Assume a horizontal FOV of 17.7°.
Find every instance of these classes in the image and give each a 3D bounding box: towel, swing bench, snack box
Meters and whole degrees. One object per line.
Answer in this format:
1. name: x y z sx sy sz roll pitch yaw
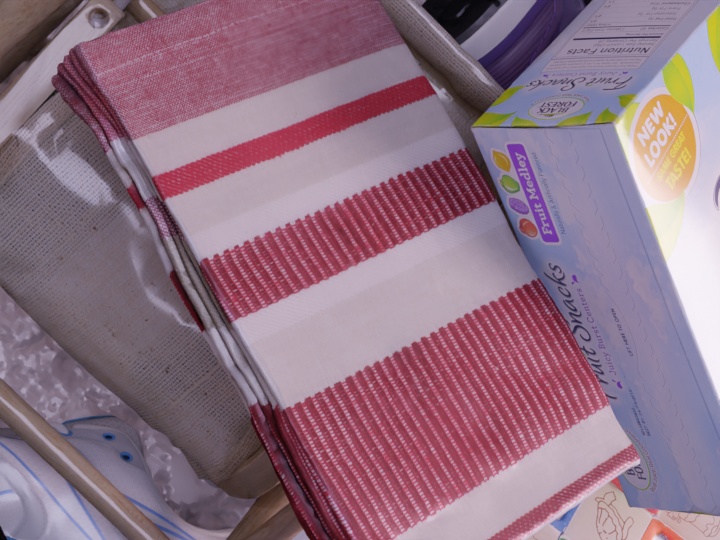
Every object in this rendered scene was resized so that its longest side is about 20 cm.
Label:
1. towel: 0.000 0.000 0.740 0.144 0.023 0.201 -25 83 -47
2. swing bench: -0.052 -0.024 0.818 0.199 0.130 0.200 44 45 -7
3. snack box: 0.142 -0.037 0.849 0.200 0.067 0.170 -46 123 -39

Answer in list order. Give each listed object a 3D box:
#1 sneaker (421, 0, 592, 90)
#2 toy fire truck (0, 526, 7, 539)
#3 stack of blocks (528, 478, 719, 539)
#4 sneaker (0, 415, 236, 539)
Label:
1. sneaker: 0.109 -0.125 0.919 0.200 0.076 0.088 -47 113 -10
2. toy fire truck: -0.230 0.087 0.694 0.199 0.176 0.129 -31 78 4
3. stack of blocks: 0.120 0.146 0.886 0.199 0.059 0.116 36 68 -10
4. sneaker: -0.126 0.081 0.837 0.199 0.075 0.087 32 61 -11
